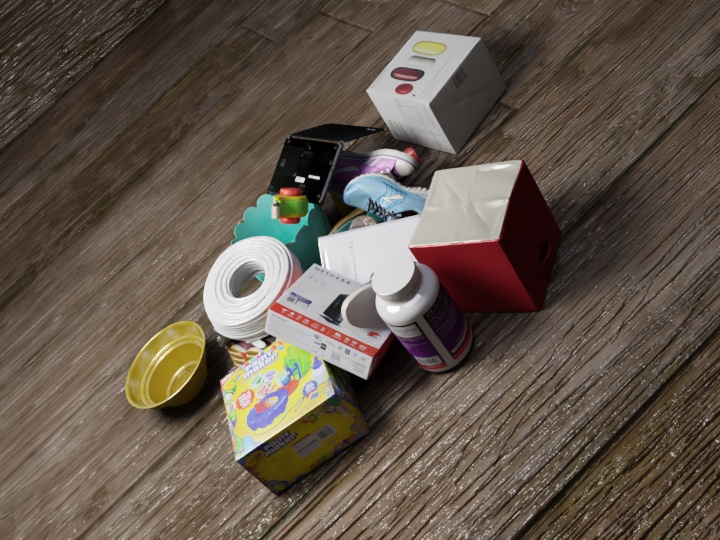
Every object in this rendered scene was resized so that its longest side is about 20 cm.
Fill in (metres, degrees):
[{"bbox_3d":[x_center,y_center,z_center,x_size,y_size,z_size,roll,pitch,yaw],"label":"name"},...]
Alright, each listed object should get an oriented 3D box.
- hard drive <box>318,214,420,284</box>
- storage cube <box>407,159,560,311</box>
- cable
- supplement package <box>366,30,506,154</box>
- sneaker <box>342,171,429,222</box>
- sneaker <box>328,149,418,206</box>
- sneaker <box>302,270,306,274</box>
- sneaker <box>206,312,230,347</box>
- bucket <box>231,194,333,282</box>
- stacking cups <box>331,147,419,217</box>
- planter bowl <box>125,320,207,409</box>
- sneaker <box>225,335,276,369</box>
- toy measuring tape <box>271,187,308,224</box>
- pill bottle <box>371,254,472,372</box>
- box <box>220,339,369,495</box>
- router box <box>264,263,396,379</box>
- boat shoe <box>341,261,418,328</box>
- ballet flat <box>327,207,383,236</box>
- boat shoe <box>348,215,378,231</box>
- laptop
[{"bbox_3d":[0.027,-0.017,1.540,0.195,0.027,0.135,-12,74,9],"label":"hard drive"},{"bbox_3d":[0.211,-0.054,1.388,0.197,0.180,0.173,-3,51,37],"label":"storage cube"},{"bbox_3d":[-0.201,0.032,1.537,0.197,0.069,0.203,9,64,32],"label":"cable"},{"bbox_3d":[0.159,-0.380,1.762,0.198,0.148,0.192,23,69,47],"label":"supplement package"},{"bbox_3d":[0.057,-0.124,1.603,0.196,0.079,0.091,13,51,13],"label":"sneaker"},{"bbox_3d":[0.022,-0.179,1.686,0.197,0.073,0.117,2,66,34],"label":"sneaker"},{"bbox_3d":[-0.145,0.059,1.616,0.199,0.088,0.078,-36,34,22],"label":"sneaker"},{"bbox_3d":[-0.251,0.094,1.659,0.087,0.078,0.200,-23,7,-4],"label":"sneaker"},{"bbox_3d":[-0.147,-0.060,1.714,0.204,0.135,0.210,-22,42,21],"label":"bucket"},{"bbox_3d":[0.035,-0.186,1.751,0.198,0.061,0.061,-33,39,6],"label":"stacking cups"},{"bbox_3d":[-0.370,0.209,1.680,0.197,0.084,0.203,-22,42,21],"label":"planter bowl"},{"bbox_3d":[-0.186,0.152,1.593,0.089,0.076,0.199,-31,16,-27],"label":"sneaker"},{"bbox_3d":[-0.130,-0.118,1.563,0.073,0.074,0.200,-37,10,2],"label":"toy measuring tape"},{"bbox_3d":[0.097,0.067,1.347,0.111,0.201,0.114,-21,42,20],"label":"pill bottle"},{"bbox_3d":[-0.117,0.231,1.428,0.198,0.122,0.194,-34,38,6],"label":"box"},{"bbox_3d":[-0.037,0.082,1.430,0.197,0.050,0.180,23,33,13],"label":"router box"},{"bbox_3d":[0.035,0.037,1.428,0.197,0.076,0.092,-20,19,-30],"label":"boat shoe"},{"bbox_3d":[-0.001,-0.096,1.691,0.199,0.069,0.063,-36,29,-15],"label":"ballet flat"},{"bbox_3d":[0.000,0.000,1.594,0.073,0.073,0.204,14,80,14],"label":"boat shoe"},{"bbox_3d":[-0.073,-0.223,1.706,0.175,0.102,0.204,14,82,45],"label":"laptop"}]
